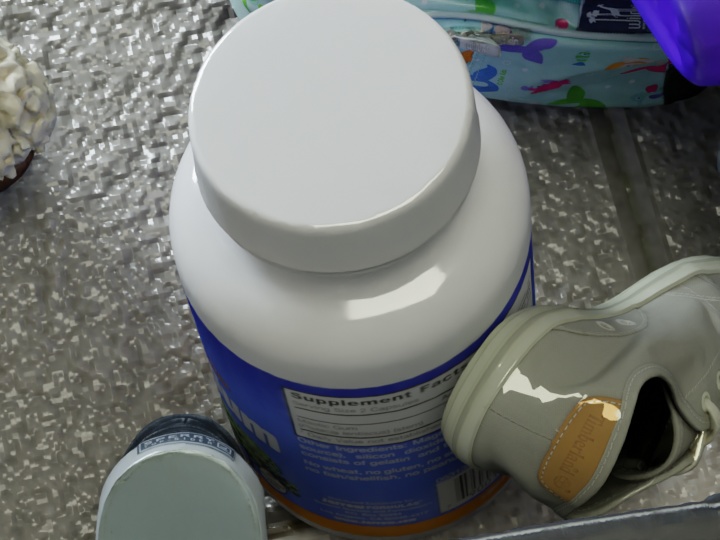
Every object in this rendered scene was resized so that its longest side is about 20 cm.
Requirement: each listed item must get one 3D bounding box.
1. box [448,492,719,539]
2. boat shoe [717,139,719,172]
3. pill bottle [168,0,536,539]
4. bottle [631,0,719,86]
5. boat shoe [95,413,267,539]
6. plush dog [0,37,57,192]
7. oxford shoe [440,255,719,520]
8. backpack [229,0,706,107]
[{"bbox_3d":[0.066,0.173,0.689,0.123,0.197,0.201,-7,82,-6],"label":"box"},{"bbox_3d":[0.189,-0.116,0.897,0.067,0.074,0.201,18,68,6],"label":"boat shoe"},{"bbox_3d":[0.000,0.000,0.761,0.112,0.200,0.112,-3,61,5],"label":"pill bottle"},{"bbox_3d":[0.175,-0.134,0.758,0.199,0.065,0.084,-26,63,-3],"label":"bottle"},{"bbox_3d":[-0.057,0.147,0.783,0.071,0.091,0.201,5,95,-2],"label":"boat shoe"},{"bbox_3d":[-0.215,-0.095,0.805,0.199,0.172,0.161,-16,70,-10],"label":"plush dog"},{"bbox_3d":[0.095,0.040,0.784,0.058,0.200,0.075,32,110,23],"label":"oxford shoe"},{"bbox_3d":[0.042,-0.153,0.867,0.199,0.151,0.178,1,74,2],"label":"backpack"}]
